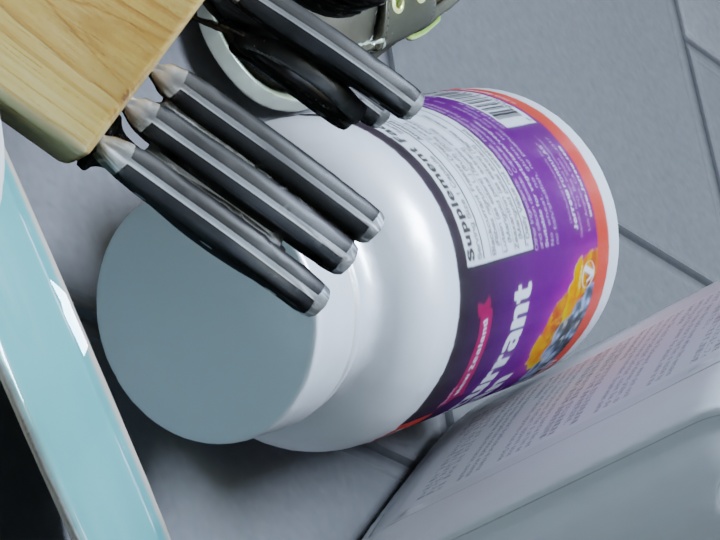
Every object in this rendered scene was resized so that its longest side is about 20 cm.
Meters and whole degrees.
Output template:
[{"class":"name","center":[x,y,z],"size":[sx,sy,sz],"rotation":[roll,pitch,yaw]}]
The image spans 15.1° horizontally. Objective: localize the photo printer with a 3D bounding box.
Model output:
[{"class":"photo printer","center":[0.104,0.064,0.940],"size":[0.070,0.200,0.166],"rotation":[56,29,-8]}]

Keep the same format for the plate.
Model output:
[{"class":"plate","center":[-0.087,0.022,0.744],"size":[0.200,0.026,0.200],"rotation":[157,-90,-84]}]

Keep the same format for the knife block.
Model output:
[{"class":"knife block","center":[-0.089,-0.064,0.732],"size":[0.064,0.200,0.176],"rotation":[175,-95,-79]}]

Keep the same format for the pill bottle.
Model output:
[{"class":"pill bottle","center":[0.000,0.000,0.923],"size":[0.200,0.111,0.112],"rotation":[-16,78,-59]}]

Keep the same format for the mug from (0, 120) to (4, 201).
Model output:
[{"class":"mug","center":[-0.152,0.001,0.613],"size":[0.149,0.153,0.187],"rotation":[-9,75,-43]}]

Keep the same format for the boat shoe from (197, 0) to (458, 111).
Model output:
[{"class":"boat shoe","center":[0.000,-0.119,1.076],"size":[0.072,0.060,0.202],"rotation":[58,30,-5]}]
